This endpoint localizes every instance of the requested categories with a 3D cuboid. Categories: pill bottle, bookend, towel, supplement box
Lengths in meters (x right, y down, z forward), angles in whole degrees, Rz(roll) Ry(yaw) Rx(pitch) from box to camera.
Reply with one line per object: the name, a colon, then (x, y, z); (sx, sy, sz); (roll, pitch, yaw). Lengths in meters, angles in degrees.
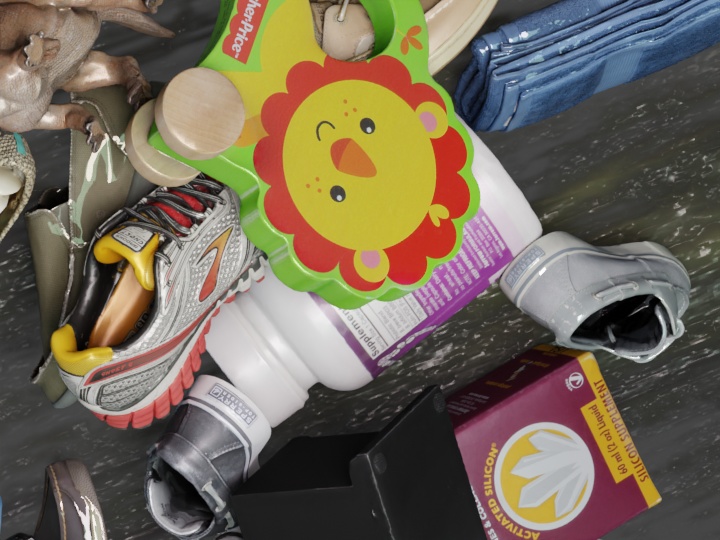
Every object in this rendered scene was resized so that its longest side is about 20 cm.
pill bottle: (0.000, 0.000, 1.209); (0.200, 0.112, 0.112); (-38, 118, -1)
bookend: (-0.029, 0.183, 1.173); (0.200, 0.092, 0.199); (-9, 107, 32)
towel: (0.155, -0.139, 1.216); (0.200, 0.112, 0.049); (-24, 79, -10)
supplement box: (0.071, 0.142, 1.280); (0.200, 0.086, 0.111); (-29, 99, -14)

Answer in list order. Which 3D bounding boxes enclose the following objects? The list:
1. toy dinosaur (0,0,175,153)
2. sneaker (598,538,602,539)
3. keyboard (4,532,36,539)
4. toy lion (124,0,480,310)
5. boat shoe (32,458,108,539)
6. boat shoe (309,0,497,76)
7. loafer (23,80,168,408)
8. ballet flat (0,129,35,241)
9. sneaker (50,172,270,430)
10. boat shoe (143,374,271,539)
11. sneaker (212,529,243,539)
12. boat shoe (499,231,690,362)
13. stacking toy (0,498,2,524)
toy dinosaur: (-0.188, -0.122, 1.105); (0.200, 0.135, 0.086); (-43, 138, -45)
sneaker: (0.093, 0.237, 1.313); (0.200, 0.080, 0.077); (-44, 125, -31)
keyboard: (-0.179, 0.259, 1.214); (0.104, 0.040, 0.200); (-35, 91, 2)
toy lion: (-0.017, -0.087, 1.104); (0.191, 0.069, 0.200); (25, 66, -19)
boat shoe: (-0.193, 0.212, 1.246); (0.073, 0.075, 0.201); (-2, 110, -19)
boat shoe: (-0.007, -0.129, 1.178); (0.200, 0.071, 0.065); (-37, 119, -1)
loafer: (-0.161, -0.019, 1.175); (0.069, 0.075, 0.201); (15, 100, -10)
ballet flat: (-0.248, 0.007, 1.144); (0.068, 0.075, 0.200); (32, 98, -30)
sneaker: (-0.097, -0.012, 1.111); (0.200, 0.078, 0.082); (-62, 149, -12)
boat shoe: (-0.096, 0.125, 1.190); (0.072, 0.200, 0.068); (37, 69, 5)
sneaker: (-0.053, 0.257, 1.323); (0.115, 0.075, 0.200); (-43, 113, 11)
boat shoe: (0.158, 0.026, 1.254); (0.070, 0.072, 0.201); (-48, 152, 20)
stacking toy: (-0.308, 0.191, 1.194); (0.110, 0.116, 0.200); (34, 111, -19)
